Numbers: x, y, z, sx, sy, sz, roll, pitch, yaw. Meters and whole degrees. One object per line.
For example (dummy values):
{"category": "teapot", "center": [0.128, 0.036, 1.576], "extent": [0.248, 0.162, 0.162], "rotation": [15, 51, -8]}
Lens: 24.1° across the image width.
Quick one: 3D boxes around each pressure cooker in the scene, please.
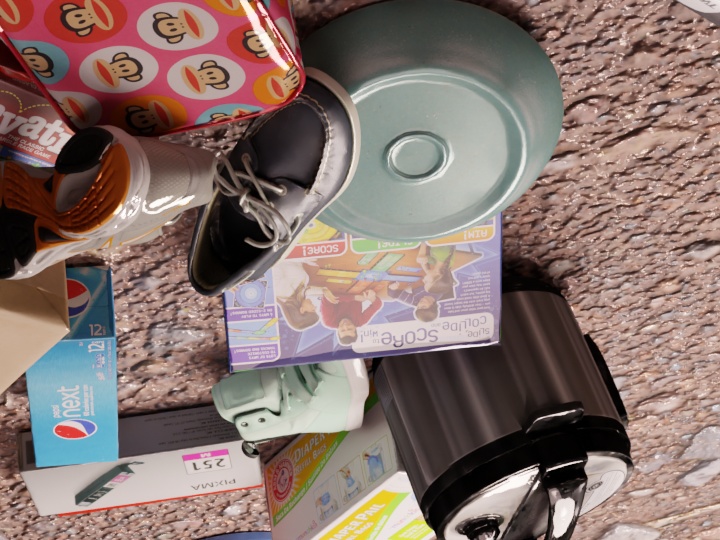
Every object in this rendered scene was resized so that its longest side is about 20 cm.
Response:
{"category": "pressure cooker", "center": [0.114, 0.129, 1.307], "extent": [0.179, 0.200, 0.176], "rotation": [-32, 149, 20]}

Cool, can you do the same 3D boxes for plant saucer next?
{"category": "plant saucer", "center": [0.034, -0.083, 1.082], "extent": [0.200, 0.036, 0.200], "rotation": [-3, 135, -3]}

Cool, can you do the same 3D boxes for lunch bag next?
{"category": "lunch bag", "center": [-0.134, -0.150, 0.928], "extent": [0.176, 0.082, 0.200], "rotation": [-13, 149, 7]}

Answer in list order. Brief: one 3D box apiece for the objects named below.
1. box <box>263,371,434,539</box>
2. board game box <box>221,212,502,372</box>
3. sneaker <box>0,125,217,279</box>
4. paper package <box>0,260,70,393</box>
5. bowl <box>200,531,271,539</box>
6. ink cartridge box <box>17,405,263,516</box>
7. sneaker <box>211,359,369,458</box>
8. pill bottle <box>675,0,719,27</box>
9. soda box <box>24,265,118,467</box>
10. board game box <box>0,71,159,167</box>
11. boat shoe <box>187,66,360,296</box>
{"category": "box", "center": [0.013, 0.181, 1.474], "extent": [0.112, 0.101, 0.200], "rotation": [13, 142, -31]}
{"category": "board game box", "center": [0.000, 0.000, 1.195], "extent": [0.200, 0.034, 0.136], "rotation": [-5, 122, -5]}
{"category": "sneaker", "center": [-0.161, -0.036, 1.027], "extent": [0.092, 0.076, 0.200], "rotation": [1, 173, -39]}
{"category": "paper package", "center": [-0.321, 0.024, 1.136], "extent": [0.190, 0.104, 0.200], "rotation": [17, 140, -36]}
{"category": "bowl", "center": [-0.124, 0.327, 1.729], "extent": [0.200, 0.039, 0.201], "rotation": [-7, 148, -4]}
{"category": "ink cartridge box", "center": [-0.186, 0.184, 1.483], "extent": [0.200, 0.044, 0.174], "rotation": [-8, 147, -2]}
{"category": "sneaker", "center": [-0.058, 0.085, 1.324], "extent": [0.118, 0.074, 0.200], "rotation": [-12, 151, -7]}
{"category": "pill bottle", "center": [0.225, -0.185, 0.947], "extent": [0.200, 0.106, 0.106], "rotation": [19, 138, -38]}
{"category": "soda box", "center": [-0.220, 0.076, 1.282], "extent": [0.068, 0.064, 0.200], "rotation": [-3, 147, -9]}
{"category": "board game box", "center": [-0.235, -0.086, 1.053], "extent": [0.200, 0.019, 0.103], "rotation": [21, 129, -39]}
{"category": "boat shoe", "center": [-0.062, -0.050, 1.053], "extent": [0.062, 0.075, 0.200], "rotation": [-42, 176, -38]}
